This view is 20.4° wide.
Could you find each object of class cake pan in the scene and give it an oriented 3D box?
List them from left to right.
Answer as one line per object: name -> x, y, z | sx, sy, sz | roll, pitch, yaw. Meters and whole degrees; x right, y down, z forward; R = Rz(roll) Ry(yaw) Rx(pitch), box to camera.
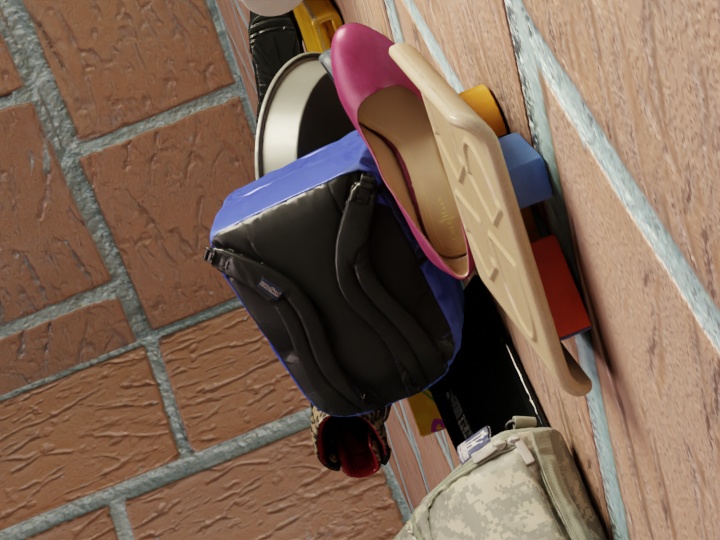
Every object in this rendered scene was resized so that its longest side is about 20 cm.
cake pan -> -0.022, -0.092, 1.759 | 0.200, 0.036, 0.202 | 4, -94, -58

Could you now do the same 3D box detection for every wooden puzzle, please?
wooden puzzle -> 0.090, -0.041, 1.252 | 0.185, 0.046, 0.201 | -120, 5, -66

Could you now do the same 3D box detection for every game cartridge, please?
game cartridge -> -0.033, -0.223, 2.042 | 0.200, 0.032, 0.177 | -112, 4, -57

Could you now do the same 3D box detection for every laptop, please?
laptop -> 0.138, 0.131, 1.692 | 0.188, 0.115, 0.200 | 66, 147, 28

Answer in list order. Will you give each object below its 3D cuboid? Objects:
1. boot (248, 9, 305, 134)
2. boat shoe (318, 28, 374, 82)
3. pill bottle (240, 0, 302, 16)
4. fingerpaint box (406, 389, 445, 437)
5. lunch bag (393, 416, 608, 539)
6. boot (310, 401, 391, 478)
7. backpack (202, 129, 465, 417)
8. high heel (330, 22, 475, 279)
boot -> -0.086, -0.221, 2.199 | 0.163, 0.073, 0.200 | -98, -2, -69
boat shoe -> 0.019, -0.104, 1.699 | 0.075, 0.061, 0.201 | -122, 11, -60
pill bottle -> -0.108, -0.329, 1.945 | 0.201, 0.104, 0.105 | -117, 7, -48
fingerpaint box -> 0.049, 0.035, 1.891 | 0.200, 0.073, 0.168 | -111, 2, -69
lunch bag -> 0.126, 0.231, 1.495 | 0.168, 0.138, 0.201 | -53, 52, 45
boot -> -0.007, 0.117, 1.770 | 0.201, 0.072, 0.151 | 77, -175, -49
backpack -> 0.000, 0.000, 1.613 | 0.201, 0.162, 0.168 | 60, -157, -17
high heel -> 0.038, -0.089, 1.484 | 0.201, 0.067, 0.096 | 55, -168, -25
